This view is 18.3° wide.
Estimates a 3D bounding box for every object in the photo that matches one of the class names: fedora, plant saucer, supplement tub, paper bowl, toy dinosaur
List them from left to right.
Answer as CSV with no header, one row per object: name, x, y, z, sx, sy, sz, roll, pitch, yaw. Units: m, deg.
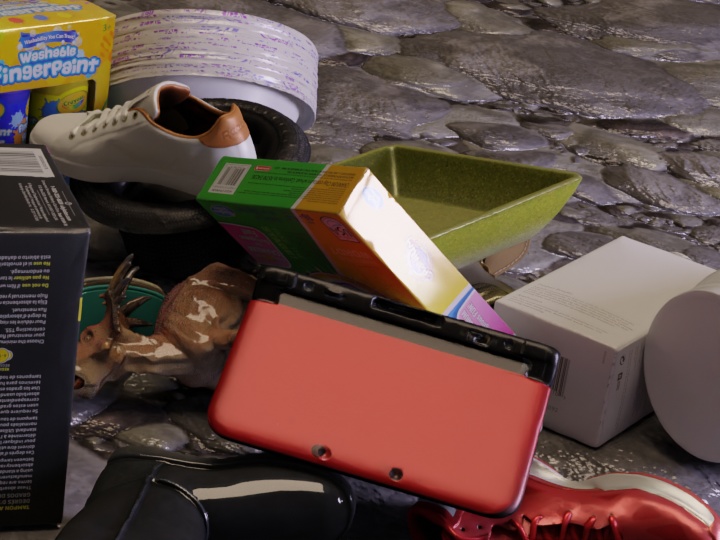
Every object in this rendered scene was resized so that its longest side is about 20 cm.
fedora,-0.133,-0.057,1.784,0.200,0.092,0.201,-1,34,1
toy dinosaur,-0.113,0.033,1.567,0.135,0.086,0.200,29,31,21
paper bowl,-0.137,-0.147,1.934,0.200,0.105,0.201,2,-15,1
plant saucer,0.033,-0.039,1.680,0.199,0.048,0.200,12,24,41
supplement tub,0.315,0.059,1.600,0.200,0.145,0.145,-10,28,-39

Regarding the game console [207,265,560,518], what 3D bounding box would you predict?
game console,0.017,0.081,1.431,0.199,0.119,0.172,17,-7,4

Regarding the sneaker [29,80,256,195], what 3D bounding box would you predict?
sneaker,-0.168,-0.113,1.708,0.200,0.085,0.073,9,36,24

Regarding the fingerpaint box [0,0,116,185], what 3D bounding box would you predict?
fingerpaint box,-0.304,-0.130,1.820,0.200,0.167,0.073,-12,29,-42

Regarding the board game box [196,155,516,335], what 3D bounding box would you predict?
board game box,0.000,0.000,1.556,0.153,0.200,0.040,7,59,48

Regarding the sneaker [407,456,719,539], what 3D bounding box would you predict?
sneaker,0.119,0.173,1.372,0.200,0.079,0.115,8,27,35

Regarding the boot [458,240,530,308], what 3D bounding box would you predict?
boot,0.091,0.011,1.734,0.200,0.073,0.155,-13,29,-38

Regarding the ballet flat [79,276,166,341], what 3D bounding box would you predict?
ballet flat,-0.223,0.039,1.572,0.200,0.068,0.062,-9,14,-38

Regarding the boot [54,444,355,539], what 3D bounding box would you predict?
boot,-0.099,0.170,1.285,0.164,0.066,0.200,3,18,9

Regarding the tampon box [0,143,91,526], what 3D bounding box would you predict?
tampon box,-0.249,0.039,1.378,0.126,0.201,0.150,0,25,-20

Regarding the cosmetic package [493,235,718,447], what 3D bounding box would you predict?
cosmetic package,0.187,0.048,1.662,0.107,0.085,0.200,22,25,30
